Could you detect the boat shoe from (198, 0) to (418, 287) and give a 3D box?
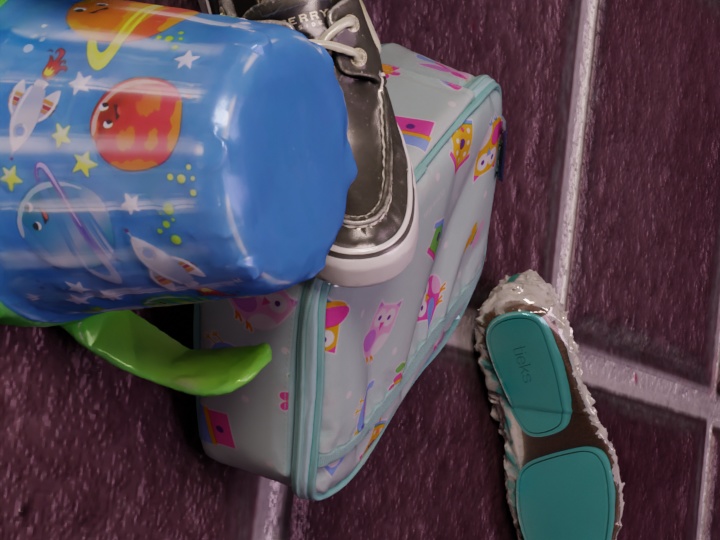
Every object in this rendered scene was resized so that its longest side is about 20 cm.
[{"bbox_3d":[-0.027,-0.087,0.817,0.064,0.070,0.201,99,-28,-59],"label":"boat shoe"}]

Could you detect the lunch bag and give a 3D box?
[{"bbox_3d":[0.000,0.000,0.916,0.200,0.077,0.161,-48,149,-46],"label":"lunch bag"}]

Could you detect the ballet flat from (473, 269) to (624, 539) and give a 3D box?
[{"bbox_3d":[0.113,0.088,1.166,0.072,0.071,0.201,-46,131,-49],"label":"ballet flat"}]

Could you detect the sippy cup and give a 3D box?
[{"bbox_3d":[-0.078,-0.043,0.749,0.178,0.130,0.140,43,57,-54],"label":"sippy cup"}]
